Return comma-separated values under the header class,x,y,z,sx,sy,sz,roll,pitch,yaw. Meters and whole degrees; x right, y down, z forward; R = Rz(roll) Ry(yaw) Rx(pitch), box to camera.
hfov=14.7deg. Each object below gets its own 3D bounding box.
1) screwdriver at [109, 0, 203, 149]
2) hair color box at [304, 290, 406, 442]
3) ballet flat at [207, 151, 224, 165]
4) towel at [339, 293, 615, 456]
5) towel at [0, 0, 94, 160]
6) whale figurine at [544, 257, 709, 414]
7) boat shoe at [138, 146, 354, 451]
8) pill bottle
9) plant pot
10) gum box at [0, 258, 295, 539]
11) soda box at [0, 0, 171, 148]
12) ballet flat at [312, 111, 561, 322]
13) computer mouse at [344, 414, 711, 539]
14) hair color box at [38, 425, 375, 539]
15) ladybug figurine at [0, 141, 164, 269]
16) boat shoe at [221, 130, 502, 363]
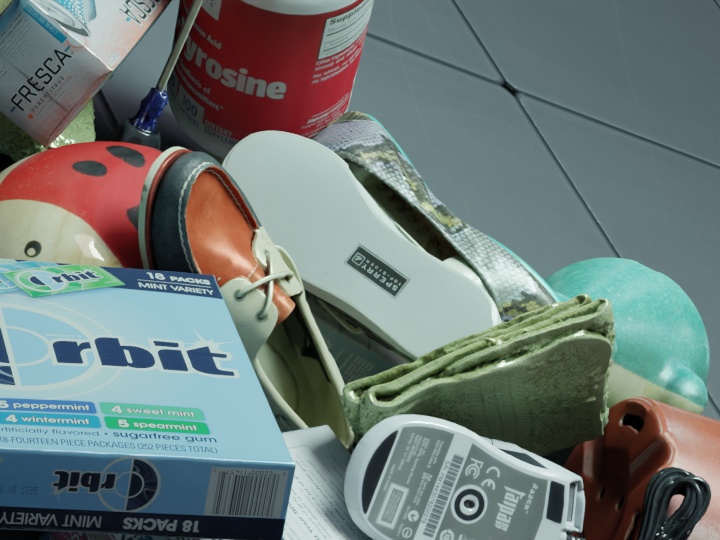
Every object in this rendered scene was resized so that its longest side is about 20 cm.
class,x,y,z,sx,sy,sz,roll,pitch,yaw
screwdriver,-0.104,-0.114,1.577,0.029,0.200,0.028,17,23,-33
hair color box,-0.005,0.044,1.618,0.200,0.061,0.099,31,25,-22
ballet flat,-0.011,-0.016,1.707,0.200,0.062,0.067,40,24,0
towel,0.066,0.073,1.488,0.200,0.148,0.037,79,-9,-72
towel,-0.220,-0.132,1.620,0.148,0.036,0.200,29,26,-28
whale figurine,0.149,0.037,1.732,0.159,0.104,0.200,26,-3,22
boat shoe,-0.057,0.020,1.457,0.063,0.200,0.071,15,48,38
pill bottle,-0.048,-0.163,1.630,0.112,0.200,0.112,6,50,-7
plant pot,0.212,0.172,1.568,0.195,0.201,0.201,23,28,-17
gum box,-0.134,0.056,1.310,0.170,0.045,0.200,4,23,-16
soda box,-0.159,-0.141,1.584,0.068,0.064,0.200,40,21,-7
ballet flat,0.036,-0.007,1.629,0.200,0.072,0.072,46,24,15
computer mouse,0.077,0.124,1.430,0.200,0.110,0.044,24,-1,-21
hair color box,-0.057,0.140,1.374,0.100,0.061,0.200,50,25,20
ladybug figurine,-0.133,-0.012,1.490,0.136,0.072,0.200,50,28,-4
boat shoe,0.000,0.000,1.558,0.200,0.071,0.064,42,-9,23
